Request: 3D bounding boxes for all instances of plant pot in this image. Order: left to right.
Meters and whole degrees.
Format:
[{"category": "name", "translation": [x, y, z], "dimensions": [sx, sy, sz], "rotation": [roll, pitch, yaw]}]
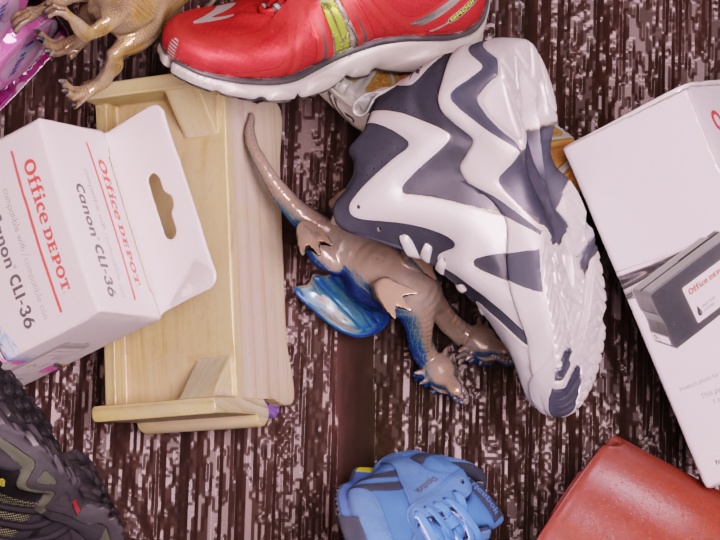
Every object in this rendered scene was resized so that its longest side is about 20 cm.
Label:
[{"category": "plant pot", "translation": [0.177, 0.201, 1.202], "dimensions": [0.195, 0.201, 0.201], "rotation": [33, 85, 11]}]

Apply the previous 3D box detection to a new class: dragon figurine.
[{"category": "dragon figurine", "translation": [0.000, 0.000, 1.274], "dimensions": [0.200, 0.100, 0.059], "rotation": [35, 70, 12]}]

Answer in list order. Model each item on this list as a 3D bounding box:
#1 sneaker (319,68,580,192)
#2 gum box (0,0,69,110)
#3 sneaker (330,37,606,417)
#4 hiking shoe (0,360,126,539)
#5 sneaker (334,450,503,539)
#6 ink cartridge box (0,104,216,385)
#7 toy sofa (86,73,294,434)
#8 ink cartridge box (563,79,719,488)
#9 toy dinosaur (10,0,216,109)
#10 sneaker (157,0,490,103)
[{"category": "sneaker", "translation": [0.034, -0.071, 1.281], "dimensions": [0.200, 0.088, 0.076], "rotation": [38, 52, 25]}, {"category": "gum box", "translation": [-0.234, -0.165, 1.226], "dimensions": [0.113, 0.200, 0.066], "rotation": [43, 85, 6]}, {"category": "sneaker", "translation": [0.049, -0.016, 1.193], "dimensions": [0.129, 0.079, 0.200], "rotation": [-9, 105, 31]}, {"category": "hiking shoe", "translation": [-0.202, 0.120, 1.204], "dimensions": [0.100, 0.200, 0.076], "rotation": [-34, 51, -2]}, {"category": "sneaker", "translation": [0.033, 0.133, 1.195], "dimensions": [0.078, 0.200, 0.066], "rotation": [-14, 95, 7]}, {"category": "ink cartridge box", "translation": [-0.187, -0.006, 1.230], "dimensions": [0.199, 0.067, 0.117], "rotation": [-26, 75, 23]}, {"category": "toy sofa", "translation": [-0.098, -0.009, 1.279], "dimensions": [0.082, 0.097, 0.201], "rotation": [-6, 83, 24]}, {"category": "ink cartridge box", "translation": [0.207, 0.002, 1.231], "dimensions": [0.084, 0.144, 0.201], "rotation": [-25, 83, 27]}, {"category": "toy dinosaur", "translation": [-0.126, -0.137, 1.229], "dimensions": [0.101, 0.200, 0.058], "rotation": [-33, 75, 6]}, {"category": "sneaker", "translation": [-0.020, -0.152, 1.231], "dimensions": [0.199, 0.085, 0.077], "rotation": [-14, 42, -24]}]
